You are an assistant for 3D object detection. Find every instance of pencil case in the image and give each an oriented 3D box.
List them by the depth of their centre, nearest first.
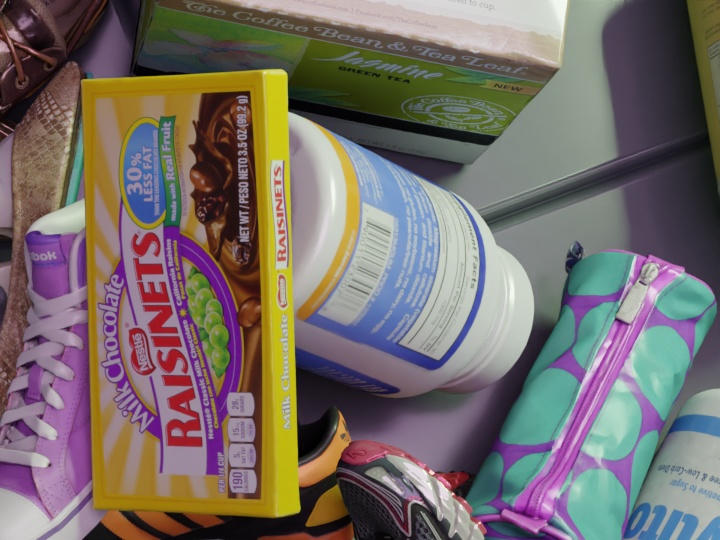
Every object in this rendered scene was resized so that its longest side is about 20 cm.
[{"bbox_3d":[0.113,0.079,1.246,0.085,0.093,0.201,20,53,10],"label":"pencil case"}]

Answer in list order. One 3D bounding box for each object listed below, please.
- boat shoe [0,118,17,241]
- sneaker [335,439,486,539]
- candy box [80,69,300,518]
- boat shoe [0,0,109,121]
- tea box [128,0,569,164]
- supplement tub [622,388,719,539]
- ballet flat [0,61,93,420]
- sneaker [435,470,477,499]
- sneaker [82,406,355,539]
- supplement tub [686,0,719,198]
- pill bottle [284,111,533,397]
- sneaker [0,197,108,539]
[{"bbox_3d":[-0.242,-0.068,1.253,0.199,0.065,0.072,17,75,-8],"label":"boat shoe"},{"bbox_3d":[0.028,0.174,1.172,0.074,0.080,0.201,-27,110,-26],"label":"sneaker"},{"bbox_3d":[-0.079,0.011,1.120,0.102,0.026,0.202,-1,92,29],"label":"candy box"},{"bbox_3d":[-0.181,-0.118,1.230,0.072,0.072,0.200,50,44,-4],"label":"boat shoe"},{"bbox_3d":[-0.007,-0.155,1.248,0.198,0.197,0.135,10,76,-8],"label":"tea box"},{"bbox_3d":[0.179,0.174,1.245,0.131,0.132,0.201,32,73,-2],"label":"supplement tub"},{"bbox_3d":[-0.173,-0.006,1.229,0.065,0.071,0.202,5,95,-6],"label":"ballet flat"},{"bbox_3d":[0.003,0.188,1.251,0.200,0.079,0.096,-45,113,-19],"label":"sneaker"},{"bbox_3d":[-0.097,0.102,1.215,0.198,0.070,0.091,-1,118,-1],"label":"sneaker"},{"bbox_3d":[0.255,-0.100,1.312,0.144,0.145,0.202,-5,79,-11],"label":"supplement tub"},{"bbox_3d":[0.000,0.000,1.217,0.200,0.111,0.113,23,68,-51],"label":"pill bottle"},{"bbox_3d":[-0.148,0.044,1.170,0.201,0.072,0.115,-59,134,-31],"label":"sneaker"}]
